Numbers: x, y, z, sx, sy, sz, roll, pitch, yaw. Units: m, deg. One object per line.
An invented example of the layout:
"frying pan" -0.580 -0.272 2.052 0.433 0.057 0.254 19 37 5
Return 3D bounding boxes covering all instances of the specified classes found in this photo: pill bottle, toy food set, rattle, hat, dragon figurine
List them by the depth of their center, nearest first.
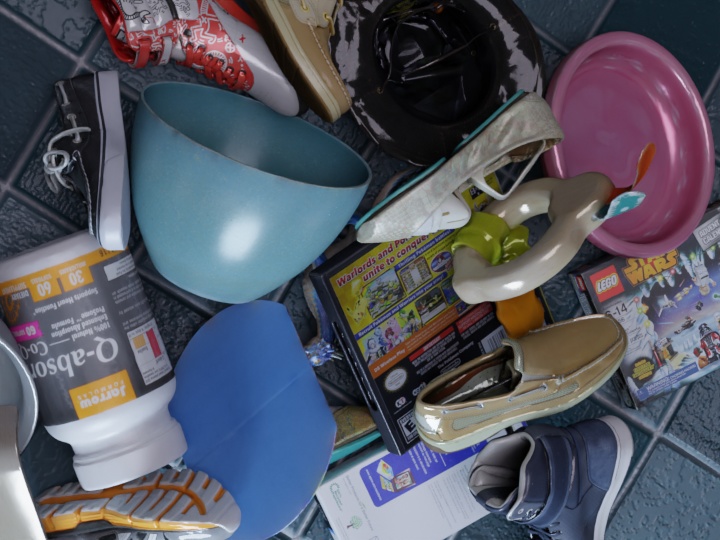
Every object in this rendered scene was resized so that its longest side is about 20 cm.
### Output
"toy food set" -0.318 0.196 1.375 0.143 0.061 0.201 -7 128 3
"pill bottle" -0.219 0.071 1.418 0.116 0.116 0.201 -21 96 -12
"rattle" 0.184 -0.010 1.428 0.199 0.130 0.143 -25 105 22
"dragon figurine" 0.000 0.000 1.499 0.200 0.059 0.100 -42 101 -12
"hat" 0.057 -0.176 1.500 0.199 0.081 0.202 2 82 -13

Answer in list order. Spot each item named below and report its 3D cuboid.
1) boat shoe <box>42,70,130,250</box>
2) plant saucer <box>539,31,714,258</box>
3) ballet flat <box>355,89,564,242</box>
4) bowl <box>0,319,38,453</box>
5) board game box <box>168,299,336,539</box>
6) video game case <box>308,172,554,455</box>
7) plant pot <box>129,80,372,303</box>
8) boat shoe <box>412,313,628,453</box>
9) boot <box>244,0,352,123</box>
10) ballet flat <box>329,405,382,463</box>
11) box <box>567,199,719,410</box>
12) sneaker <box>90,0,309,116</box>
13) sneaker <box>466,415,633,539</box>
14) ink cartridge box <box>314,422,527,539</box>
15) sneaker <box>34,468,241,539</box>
"boat shoe" -0.222 -0.091 1.390 0.068 0.074 0.200 -5 49 -8
"plant saucer" 0.230 -0.109 1.531 0.200 0.051 0.202 6 80 -35
"ballet flat" 0.087 -0.073 1.420 0.200 0.067 0.062 -39 84 -10
"bowl" -0.355 0.077 1.378 0.200 0.091 0.202 -2 128 -3
"board game box" -0.081 0.125 1.430 0.158 0.201 0.039 -42 147 26
"video game case" 0.068 0.030 1.489 0.200 0.025 0.181 -35 113 -26
"plant pot" -0.107 -0.053 1.417 0.199 0.200 0.135 18 108 -13
"boat shoe" 0.137 0.085 1.443 0.199 0.076 0.072 -29 54 -11
"boot" -0.013 -0.235 1.419 0.155 0.073 0.201 -25 76 -10
"ballet flat" -0.062 0.157 1.488 0.199 0.071 0.071 -33 98 -11
"box" 0.307 0.024 1.585 0.199 0.040 0.138 -26 96 -12
"sneaker" -0.140 -0.186 1.445 0.108 0.067 0.202 -42 95 -26
"sneaker" 0.149 0.224 1.491 0.146 0.077 0.204 -1 109 -40
"ink cartridge box" 0.062 0.186 1.529 0.199 0.039 0.100 -26 98 -11
"sneaker" -0.184 0.216 1.424 0.199 0.078 0.078 -6 109 28
